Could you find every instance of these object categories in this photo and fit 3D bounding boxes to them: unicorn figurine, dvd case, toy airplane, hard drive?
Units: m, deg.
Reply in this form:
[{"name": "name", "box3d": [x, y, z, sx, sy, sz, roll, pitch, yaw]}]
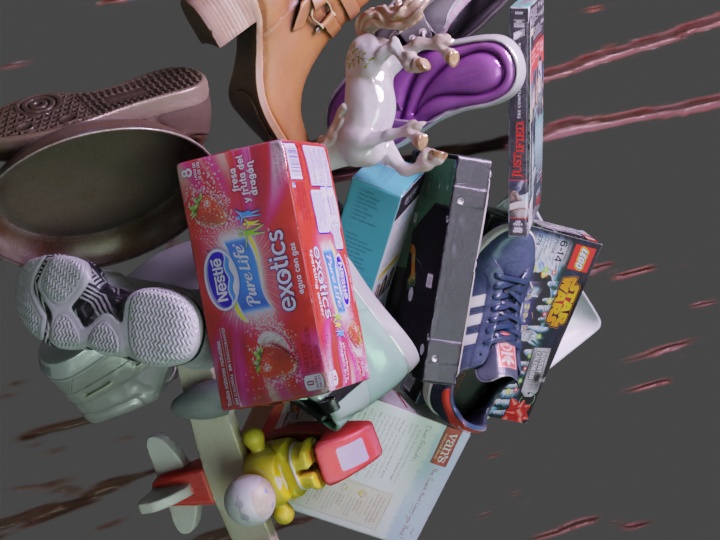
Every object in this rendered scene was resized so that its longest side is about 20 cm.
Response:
[{"name": "unicorn figurine", "box3d": [0.007, -0.128, 1.272, 0.074, 0.137, 0.200, 32, 71, -49]}, {"name": "dvd case", "box3d": [0.149, -0.143, 1.366, 0.022, 0.146, 0.200, 1, 106, 11]}, {"name": "toy airplane", "box3d": [-0.106, 0.185, 1.347, 0.200, 0.141, 0.199, 28, 104, -5]}, {"name": "hard drive", "box3d": [0.066, -0.006, 1.372, 0.038, 0.140, 0.200, 7, 94, -17]}]

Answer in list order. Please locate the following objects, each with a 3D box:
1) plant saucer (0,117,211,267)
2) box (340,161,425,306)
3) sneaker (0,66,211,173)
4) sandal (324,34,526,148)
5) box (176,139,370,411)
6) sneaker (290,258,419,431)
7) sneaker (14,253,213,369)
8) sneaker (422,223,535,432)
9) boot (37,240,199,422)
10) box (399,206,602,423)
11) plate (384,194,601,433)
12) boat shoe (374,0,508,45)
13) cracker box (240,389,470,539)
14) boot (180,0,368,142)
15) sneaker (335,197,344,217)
[{"name": "plant saucer", "box3d": [-0.217, -0.065, 1.248, 0.200, 0.032, 0.200, -16, 152, -9]}, {"name": "box", "box3d": [0.000, 0.000, 1.378, 0.049, 0.082, 0.200, 21, 115, 10]}, {"name": "sneaker", "box3d": [-0.216, -0.107, 1.256, 0.200, 0.070, 0.076, -15, 126, -17]}, {"name": "sandal", "box3d": [0.044, -0.156, 1.310, 0.050, 0.203, 0.083, -24, 93, -59]}, {"name": "box", "box3d": [-0.067, 0.003, 1.205, 0.095, 0.100, 0.200, -12, 89, 20]}, {"name": "sneaker", "box3d": [-0.052, 0.042, 1.289, 0.118, 0.074, 0.200, -44, 96, -23]}, {"name": "sneaker", "box3d": [-0.187, 0.039, 1.266, 0.115, 0.200, 0.075, 15, 89, -59]}, {"name": "sneaker", "box3d": [0.125, 0.058, 1.402, 0.075, 0.085, 0.200, 9, 108, -27]}, {"name": "boot", "box3d": [-0.181, 0.054, 1.354, 0.200, 0.074, 0.096, -31, 131, -3]}, {"name": "box", "box3d": [0.136, 0.044, 1.476, 0.137, 0.040, 0.200, 12, 107, -30]}, {"name": "plate", "box3d": [0.120, 0.044, 1.511, 0.200, 0.032, 0.200, -39, 124, -6]}, {"name": "boat shoe", "box3d": [0.081, -0.234, 1.350, 0.200, 0.057, 0.067, -47, 124, 0]}, {"name": "cracker box", "box3d": [-0.013, 0.174, 1.472, 0.200, 0.058, 0.134, 22, 101, -20]}, {"name": "boot", "box3d": [-0.046, -0.196, 1.300, 0.155, 0.074, 0.200, -38, 129, -14]}, {"name": "sneaker", "box3d": [-0.071, 0.019, 1.382, 0.082, 0.074, 0.200, 25, 101, -29]}]
